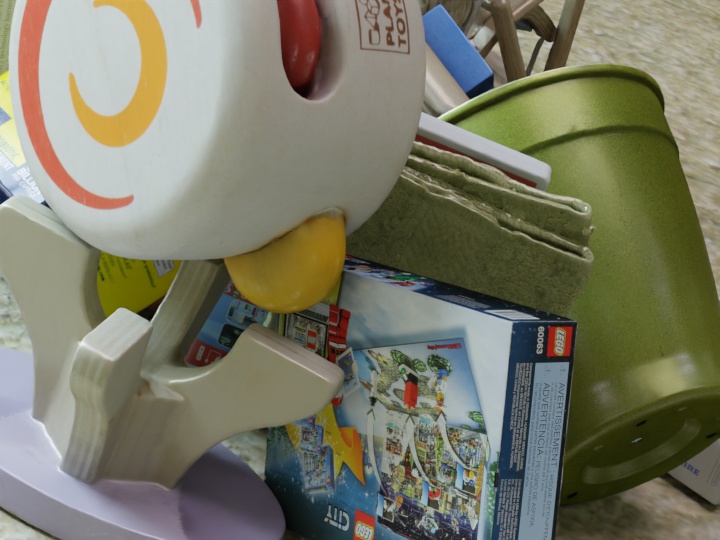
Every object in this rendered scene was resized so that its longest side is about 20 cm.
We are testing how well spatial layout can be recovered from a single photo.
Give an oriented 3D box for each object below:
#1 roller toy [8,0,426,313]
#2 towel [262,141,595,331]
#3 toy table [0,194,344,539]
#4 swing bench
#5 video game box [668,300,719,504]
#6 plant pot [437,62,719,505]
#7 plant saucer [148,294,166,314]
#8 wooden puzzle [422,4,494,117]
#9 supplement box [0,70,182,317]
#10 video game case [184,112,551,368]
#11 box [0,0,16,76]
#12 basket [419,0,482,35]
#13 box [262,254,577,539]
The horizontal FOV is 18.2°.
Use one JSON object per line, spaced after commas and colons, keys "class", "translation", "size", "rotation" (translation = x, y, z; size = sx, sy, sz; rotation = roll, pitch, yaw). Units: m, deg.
{"class": "roller toy", "translation": [-0.063, -0.096, 1.069], "size": [0.139, 0.183, 0.200], "rotation": [-1, 34, -45]}
{"class": "towel", "translation": [0.027, 0.024, 1.172], "size": [0.148, 0.200, 0.037], "rotation": [23, 33, -1]}
{"class": "toy table", "translation": [-0.114, 0.054, 1.085], "size": [0.199, 0.117, 0.184], "rotation": [23, 23, -3]}
{"class": "swing bench", "translation": [0.070, -0.202, 1.743], "size": [0.199, 0.200, 0.130], "rotation": [35, 56, 28]}
{"class": "video game box", "translation": [0.203, 0.064, 1.442], "size": [0.182, 0.047, 0.200], "rotation": [36, 26, 24]}
{"class": "plant pot", "translation": [0.119, 0.020, 1.269], "size": [0.200, 0.200, 0.193], "rotation": [0, 57, -42]}
{"class": "plant saucer", "translation": [-0.062, 0.004, 1.339], "size": [0.199, 0.038, 0.200], "rotation": [18, 24, -8]}
{"class": "wooden puzzle", "translation": [0.025, -0.145, 1.350], "size": [0.186, 0.046, 0.200], "rotation": [54, -1, 12]}
{"class": "supplement box", "translation": [-0.112, -0.073, 1.243], "size": [0.200, 0.110, 0.109], "rotation": [-34, 49, -17]}
{"class": "video game case", "translation": [0.000, 0.000, 1.197], "size": [0.143, 0.200, 0.017], "rotation": [22, 33, -1]}
{"class": "box", "translation": [-0.205, -0.142, 1.337], "size": [0.199, 0.153, 0.106], "rotation": [-8, 36, -34]}
{"class": "basket", "translation": [-0.032, -0.182, 1.562], "size": [0.198, 0.201, 0.161], "rotation": [26, 25, 7]}
{"class": "box", "translation": [0.022, 0.073, 1.056], "size": [0.038, 0.137, 0.200], "rotation": [0, 10, -32]}
